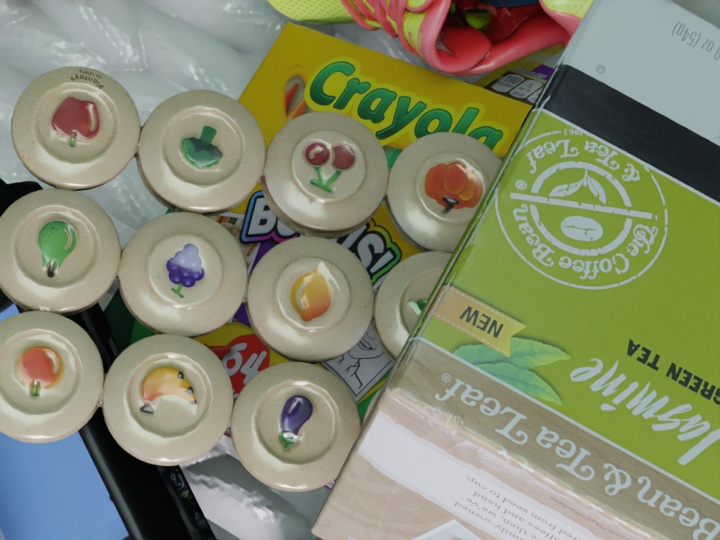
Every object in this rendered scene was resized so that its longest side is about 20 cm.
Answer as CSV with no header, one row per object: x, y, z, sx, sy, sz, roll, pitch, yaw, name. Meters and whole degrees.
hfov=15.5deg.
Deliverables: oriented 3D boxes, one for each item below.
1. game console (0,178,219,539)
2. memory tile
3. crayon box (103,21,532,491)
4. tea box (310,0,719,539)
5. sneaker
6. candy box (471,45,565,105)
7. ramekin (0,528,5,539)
-0.145,0.067,1.094,0.176,0.116,0.201,-34,77,33,game console
-0.043,0.005,1.011,0.199,0.017,0.154,10,72,-6,memory tile
0.000,0.000,1.117,0.200,0.058,0.173,23,79,44,crayon box
0.120,0.041,0.936,0.199,0.134,0.197,28,61,1,tea box
0.030,-0.122,1.116,0.199,0.078,0.091,-2,51,38,sneaker
0.144,-0.065,1.119,0.102,0.027,0.200,-31,35,-31,candy box
-0.247,0.157,1.094,0.201,0.094,0.204,-7,71,22,ramekin
